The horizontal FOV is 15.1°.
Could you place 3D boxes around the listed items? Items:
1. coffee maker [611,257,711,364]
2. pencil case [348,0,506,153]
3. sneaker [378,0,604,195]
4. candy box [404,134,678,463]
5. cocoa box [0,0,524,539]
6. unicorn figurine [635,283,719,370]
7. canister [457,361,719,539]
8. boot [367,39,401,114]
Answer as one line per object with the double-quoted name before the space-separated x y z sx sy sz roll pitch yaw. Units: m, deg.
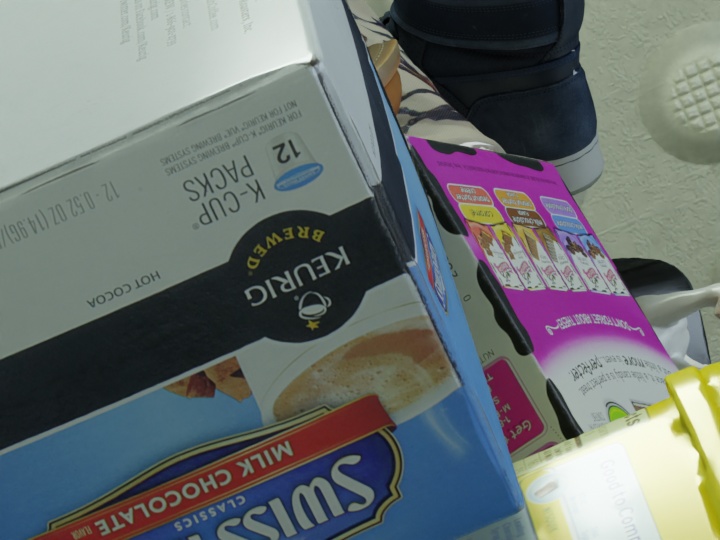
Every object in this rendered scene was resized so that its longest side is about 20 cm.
"coffee maker" 0.074 0.046 1.308 0.200 0.134 0.193 -10 112 -50
"pencil case" -0.016 -0.083 1.155 0.089 0.078 0.200 12 34 -53
"sneaker" 0.013 -0.120 1.234 0.077 0.202 0.147 -48 139 -45
"candy box" 0.066 0.059 0.873 0.200 0.061 0.136 60 20 15
"cocoa box" -0.051 -0.008 0.714 0.200 0.133 0.132 -104 170 -65
"unicorn figurine" 0.116 0.046 1.201 0.137 0.199 0.074 3 -81 55
"canister" 0.036 0.116 0.692 0.149 0.199 0.087 -106 172 -56
"boot" 0.000 0.000 0.999 0.200 0.073 0.155 -163 -125 -86
